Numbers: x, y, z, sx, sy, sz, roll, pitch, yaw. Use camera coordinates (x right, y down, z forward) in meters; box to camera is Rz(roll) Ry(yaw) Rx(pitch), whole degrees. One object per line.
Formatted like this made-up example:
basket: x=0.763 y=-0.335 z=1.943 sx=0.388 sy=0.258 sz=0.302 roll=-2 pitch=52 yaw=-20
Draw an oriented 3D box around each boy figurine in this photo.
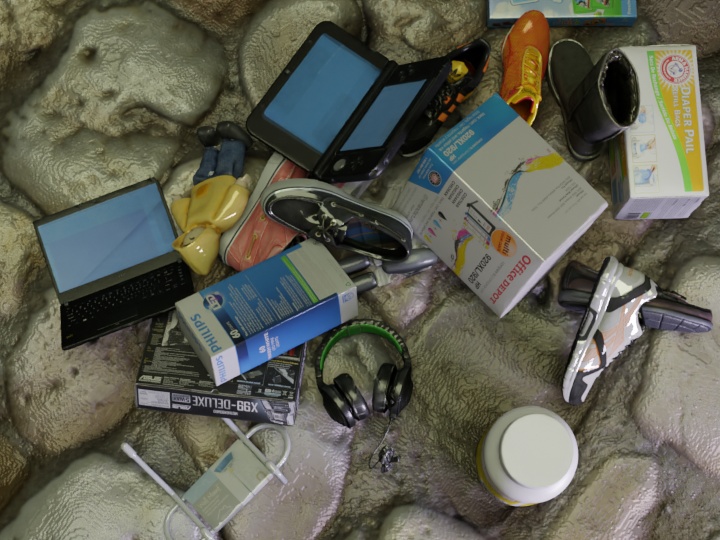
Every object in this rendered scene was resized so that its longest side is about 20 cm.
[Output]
boy figurine: x=-0.197 y=-0.088 z=1.744 sx=0.123 sy=0.064 sz=0.202 roll=-6 pitch=57 yaw=32

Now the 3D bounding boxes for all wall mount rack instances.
wall mount rack: x=-0.191 y=0.240 z=1.703 sx=0.200 sy=0.075 sz=0.174 roll=-44 pitch=68 yaw=-9

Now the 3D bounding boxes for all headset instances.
headset: x=0.010 y=0.152 z=1.709 sx=0.122 sy=0.094 sz=0.202 roll=-13 pitch=68 yaw=-2

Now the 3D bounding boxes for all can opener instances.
can opener: x=0.000 y=0.000 z=1.758 sx=0.198 sy=0.066 sz=0.053 roll=-20 pitch=81 yaw=1

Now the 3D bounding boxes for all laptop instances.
laptop: x=-0.314 y=-0.012 z=1.736 sx=0.176 sy=0.200 sz=0.104 roll=-21 pitch=116 yaw=-3

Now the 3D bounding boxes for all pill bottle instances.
pill bottle: x=0.199 y=0.222 z=1.641 sx=0.111 sy=0.200 sz=0.114 roll=0 pitch=79 yaw=-1

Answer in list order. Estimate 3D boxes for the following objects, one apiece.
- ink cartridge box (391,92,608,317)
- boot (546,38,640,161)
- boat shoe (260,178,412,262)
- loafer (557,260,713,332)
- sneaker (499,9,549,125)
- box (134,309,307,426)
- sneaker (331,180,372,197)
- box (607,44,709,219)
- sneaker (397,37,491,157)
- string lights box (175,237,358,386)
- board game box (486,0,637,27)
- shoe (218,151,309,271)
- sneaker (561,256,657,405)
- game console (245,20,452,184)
ink cartridge box: x=0.171 y=-0.079 z=1.706 sx=0.200 sy=0.148 sz=0.144 roll=45 pitch=56 yaw=9
boot: x=0.291 y=-0.237 z=1.732 sx=0.072 sy=0.200 sz=0.184 roll=-15 pitch=79 yaw=-1
boat shoe: x=-0.026 y=-0.059 z=1.686 sx=0.198 sy=0.057 sz=0.069 roll=14 pitch=123 yaw=-14
loafer: x=0.353 y=0.032 z=1.748 sx=0.198 sy=0.072 sz=0.064 roll=11 pitch=75 yaw=5
sneaker: x=0.215 y=-0.243 z=1.790 sx=0.072 sy=0.077 sz=0.202 roll=17 pitch=83 yaw=-25
box: x=-0.168 y=0.107 z=1.702 sx=0.198 sy=0.050 sz=0.159 roll=6 pitch=45 yaw=1
sneaker: x=-0.026 y=-0.150 z=1.775 sx=0.104 sy=0.075 sz=0.201 roll=37 pitch=70 yaw=5
box: x=0.377 y=-0.178 z=1.766 sx=0.100 sy=0.113 sz=0.202 roll=-2 pitch=78 yaw=-1
sneaker: x=0.098 y=-0.229 z=1.754 sx=0.070 sy=0.090 sz=0.200 roll=40 pitch=55 yaw=4
string lights box: x=-0.113 y=0.046 z=1.671 sx=0.199 sy=0.059 sz=0.103 roll=-26 pitch=52 yaw=-17
board game box: x=0.268 y=-0.405 z=1.849 sx=0.198 sy=0.037 sz=0.153 roll=-1 pitch=79 yaw=1
shoe: x=-0.094 y=-0.076 z=1.757 sx=0.091 sy=0.071 sz=0.201 roll=32 pitch=85 yaw=24
sneaker: x=0.305 y=0.086 z=1.697 sx=0.079 sy=0.074 sz=0.202 roll=20 pitch=116 yaw=5
game console: x=-0.014 y=-0.216 z=1.700 sx=0.116 sy=0.175 sz=0.201 roll=46 pitch=64 yaw=-28
